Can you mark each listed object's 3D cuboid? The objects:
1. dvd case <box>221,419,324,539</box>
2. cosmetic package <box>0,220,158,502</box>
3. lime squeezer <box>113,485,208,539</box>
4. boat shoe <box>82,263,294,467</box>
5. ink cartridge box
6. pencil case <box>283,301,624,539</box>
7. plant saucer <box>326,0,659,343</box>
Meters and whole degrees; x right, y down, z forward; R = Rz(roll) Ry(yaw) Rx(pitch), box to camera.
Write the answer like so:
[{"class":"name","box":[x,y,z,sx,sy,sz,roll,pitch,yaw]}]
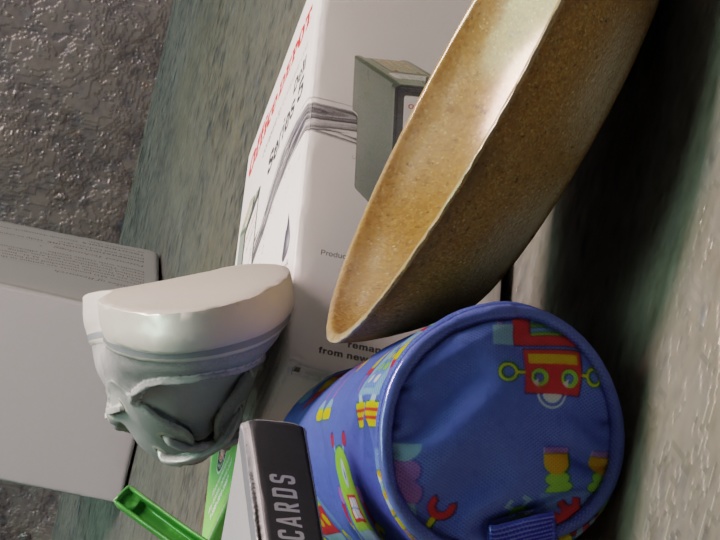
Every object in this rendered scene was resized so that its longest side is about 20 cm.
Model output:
[{"class":"dvd case","box":[-0.034,0.169,0.906,0.151,0.025,0.201,-102,20,-56]},{"class":"cosmetic package","box":[-0.262,0.071,2.480,0.200,0.166,0.168,-106,29,-73]},{"class":"lime squeezer","box":[-0.022,0.112,0.996,0.200,0.071,0.038,8,68,63]},{"class":"boat shoe","box":[-0.066,0.037,1.092,0.200,0.072,0.069,173,86,-72]},{"class":"ink cartridge box","box":[0.000,0.000,1.177,0.146,0.084,0.201,115,164,-53]},{"class":"pencil case","box":[0.024,0.064,0.965,0.200,0.078,0.087,143,112,-76]},{"class":"plant saucer","box":[0.052,-0.057,0.974,0.201,0.035,0.200,-60,7,13]}]
